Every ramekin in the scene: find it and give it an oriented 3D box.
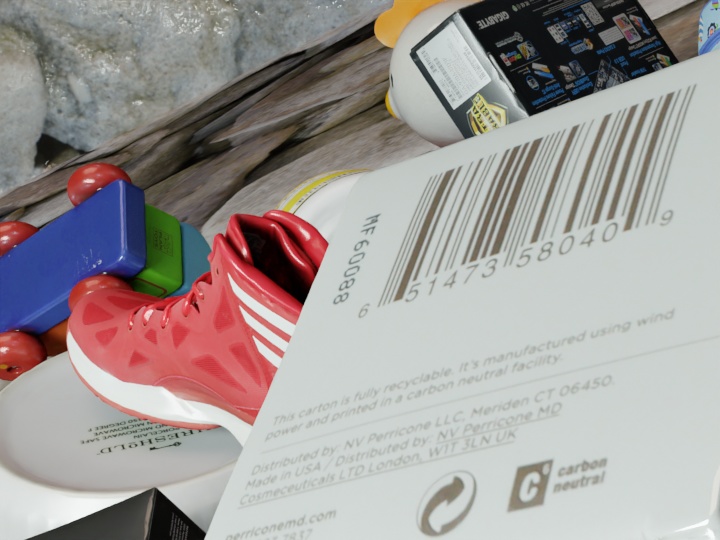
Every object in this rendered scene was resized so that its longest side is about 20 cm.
[{"bbox_3d":[-0.099,0.106,1.009,0.201,0.095,0.203,-5,25,2],"label":"ramekin"}]

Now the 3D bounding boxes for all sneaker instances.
[{"bbox_3d":[-0.062,0.014,0.946,0.199,0.116,0.078,19,34,36],"label":"sneaker"}]

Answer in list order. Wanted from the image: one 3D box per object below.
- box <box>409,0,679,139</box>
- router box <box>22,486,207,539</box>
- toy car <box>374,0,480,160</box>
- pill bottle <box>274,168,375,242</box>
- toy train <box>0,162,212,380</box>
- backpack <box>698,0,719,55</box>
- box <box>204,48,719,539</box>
[{"bbox_3d":[0.134,-0.096,1.238,0.046,0.159,0.200,-37,-5,36],"label":"box"},{"bbox_3d":[-0.138,0.198,0.810,0.157,0.052,0.201,-23,38,26],"label":"router box"},{"bbox_3d":[0.059,-0.093,1.319,0.176,0.201,0.184,-22,5,25],"label":"toy car"},{"bbox_3d":[0.000,0.000,1.136,0.111,0.112,0.200,-29,6,-4],"label":"pill bottle"},{"bbox_3d":[-0.156,0.031,1.126,0.199,0.115,0.085,-30,50,33],"label":"toy train"},{"bbox_3d":[0.280,-0.140,1.177,0.182,0.135,0.200,0,-18,-41],"label":"backpack"},{"bbox_3d":[0.090,0.067,0.644,0.198,0.171,0.201,-18,38,39],"label":"box"}]
